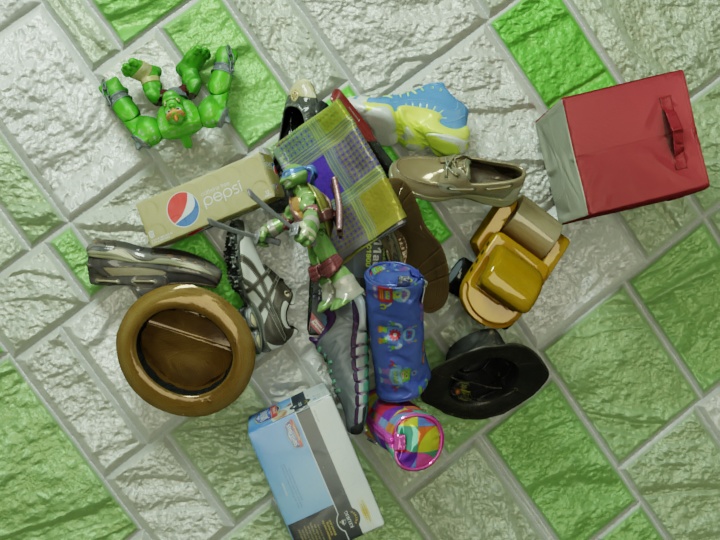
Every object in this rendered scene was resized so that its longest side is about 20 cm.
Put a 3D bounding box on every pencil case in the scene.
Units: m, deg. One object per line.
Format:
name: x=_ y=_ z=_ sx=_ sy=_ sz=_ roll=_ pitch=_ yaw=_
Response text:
pencil case: x=0.054 y=0.085 z=1.232 sx=0.085 sy=0.078 sz=0.203 roll=-2 pitch=115 yaw=8
pencil case: x=0.051 y=0.224 z=1.267 sx=0.087 sy=0.200 sz=0.090 roll=0 pitch=92 yaw=-16

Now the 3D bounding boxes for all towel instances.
towel: x=-0.031 y=-0.119 z=1.235 sx=0.143 sy=0.023 sz=0.202 roll=-28 pitch=89 yaw=32

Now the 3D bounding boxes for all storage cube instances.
storage cube: x=0.375 y=-0.172 z=1.299 sx=0.177 sy=0.200 sz=0.174 roll=-13 pitch=89 yaw=-3

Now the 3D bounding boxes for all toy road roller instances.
toy road roller: x=0.226 y=-0.009 z=1.305 sx=0.122 sy=0.146 sz=0.201 roll=34 pitch=87 yaw=-7

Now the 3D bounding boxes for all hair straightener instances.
hair straightener: x=0.000 y=-0.176 z=1.317 sx=0.200 sy=0.076 sz=0.041 roll=44 pitch=41 yaw=-26

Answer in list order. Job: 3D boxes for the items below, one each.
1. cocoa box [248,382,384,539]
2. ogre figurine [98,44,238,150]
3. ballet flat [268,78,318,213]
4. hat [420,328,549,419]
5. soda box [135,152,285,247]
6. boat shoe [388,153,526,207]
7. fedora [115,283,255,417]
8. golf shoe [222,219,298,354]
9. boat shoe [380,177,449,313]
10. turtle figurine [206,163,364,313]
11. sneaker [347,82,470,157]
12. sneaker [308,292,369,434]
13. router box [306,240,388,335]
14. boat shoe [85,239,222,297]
cocoa box: x=-0.068 y=0.286 z=1.279 sx=0.130 sy=0.133 sz=0.202 roll=-23 pitch=94 yaw=-6
ogre figurine: x=-0.264 y=-0.246 z=1.268 sx=0.197 sy=0.098 sz=0.121 roll=-12 pitch=75 yaw=-22
ballet flat: x=-0.105 y=-0.183 z=1.296 sx=0.056 sy=0.066 sz=0.203 roll=10 pitch=93 yaw=-43
hat: x=0.181 y=0.140 z=1.317 sx=0.197 sy=0.202 sz=0.082 roll=4 pitch=51 yaw=-7
soda box: x=-0.212 y=-0.100 z=1.261 sx=0.198 sy=0.064 sz=0.069 roll=-21 pitch=90 yaw=11
boat shoe: x=0.141 y=-0.141 z=1.283 sx=0.197 sy=0.065 sz=0.073 roll=9 pitch=58 yaw=-5
fedora: x=-0.247 y=0.109 z=1.274 sx=0.197 sy=0.082 sz=0.204 roll=-1 pitch=99 yaw=-4
golf shoe: x=-0.145 y=0.018 z=1.298 sx=0.093 sy=0.078 sz=0.203 roll=-13 pitch=105 yaw=-16
boat shoe: x=0.069 y=-0.036 z=1.272 sx=0.073 sy=0.063 sz=0.203 roll=-23 pitch=98 yaw=-23
turtle figurine: x=-0.092 y=-0.029 z=1.173 sx=0.143 sy=0.200 sz=0.196 roll=-25 pitch=97 yaw=36
sneaker: x=0.073 y=-0.238 z=1.330 sx=0.197 sy=0.076 sz=0.106 roll=20 pitch=63 yaw=-1
sneaker: x=-0.030 y=0.130 z=1.261 sx=0.086 sy=0.074 sz=0.203 roll=0 pitch=85 yaw=2
router box: x=0.000 y=0.000 z=1.318 sx=0.147 sy=0.062 sz=0.203 roll=3 pitch=91 yaw=-9
boat shoe: x=-0.299 y=0.006 z=1.283 sx=0.197 sy=0.075 sz=0.074 roll=11 pitch=100 yaw=1
